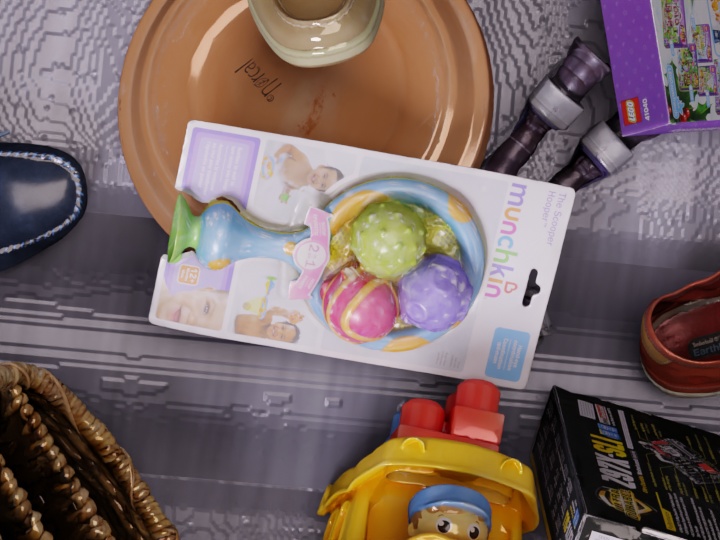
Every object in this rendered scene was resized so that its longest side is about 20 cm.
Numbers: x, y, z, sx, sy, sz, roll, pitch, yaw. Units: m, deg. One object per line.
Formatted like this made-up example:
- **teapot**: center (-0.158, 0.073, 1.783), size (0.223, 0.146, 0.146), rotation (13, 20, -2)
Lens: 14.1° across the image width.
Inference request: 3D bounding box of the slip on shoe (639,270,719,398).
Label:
- **slip on shoe**: center (0.240, 0.017, 1.522), size (0.199, 0.061, 0.074), rotation (-16, 66, 12)

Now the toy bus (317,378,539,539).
- **toy bus**: center (0.037, 0.143, 1.456), size (0.135, 0.200, 0.193), rotation (14, 76, -6)

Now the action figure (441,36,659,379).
- **action figure**: center (0.071, -0.027, 1.535), size (0.200, 0.069, 0.130), rotation (-45, 99, -4)

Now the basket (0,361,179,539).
- **basket**: center (-0.146, 0.143, 1.433), size (0.143, 0.149, 0.200), rotation (-32, 90, -36)

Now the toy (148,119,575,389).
- **toy**: center (0.000, 0.000, 1.458), size (0.199, 0.047, 0.116), rotation (11, 114, -4)

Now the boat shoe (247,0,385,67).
- **boat shoe**: center (-0.031, -0.189, 1.485), size (0.073, 0.063, 0.201), rotation (-12, 51, 1)

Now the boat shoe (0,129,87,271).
- **boat shoe**: center (-0.237, -0.020, 1.492), size (0.199, 0.069, 0.085), rotation (-16, 88, -8)

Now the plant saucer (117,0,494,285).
- **plant saucer**: center (-0.031, -0.090, 1.511), size (0.199, 0.032, 0.201), rotation (-2, 77, 10)

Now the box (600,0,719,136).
- **box**: center (0.181, -0.174, 1.538), size (0.136, 0.039, 0.201), rotation (-5, 86, -41)

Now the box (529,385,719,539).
- **box**: center (0.172, 0.130, 1.467), size (0.159, 0.200, 0.050), rotation (15, 105, -6)
